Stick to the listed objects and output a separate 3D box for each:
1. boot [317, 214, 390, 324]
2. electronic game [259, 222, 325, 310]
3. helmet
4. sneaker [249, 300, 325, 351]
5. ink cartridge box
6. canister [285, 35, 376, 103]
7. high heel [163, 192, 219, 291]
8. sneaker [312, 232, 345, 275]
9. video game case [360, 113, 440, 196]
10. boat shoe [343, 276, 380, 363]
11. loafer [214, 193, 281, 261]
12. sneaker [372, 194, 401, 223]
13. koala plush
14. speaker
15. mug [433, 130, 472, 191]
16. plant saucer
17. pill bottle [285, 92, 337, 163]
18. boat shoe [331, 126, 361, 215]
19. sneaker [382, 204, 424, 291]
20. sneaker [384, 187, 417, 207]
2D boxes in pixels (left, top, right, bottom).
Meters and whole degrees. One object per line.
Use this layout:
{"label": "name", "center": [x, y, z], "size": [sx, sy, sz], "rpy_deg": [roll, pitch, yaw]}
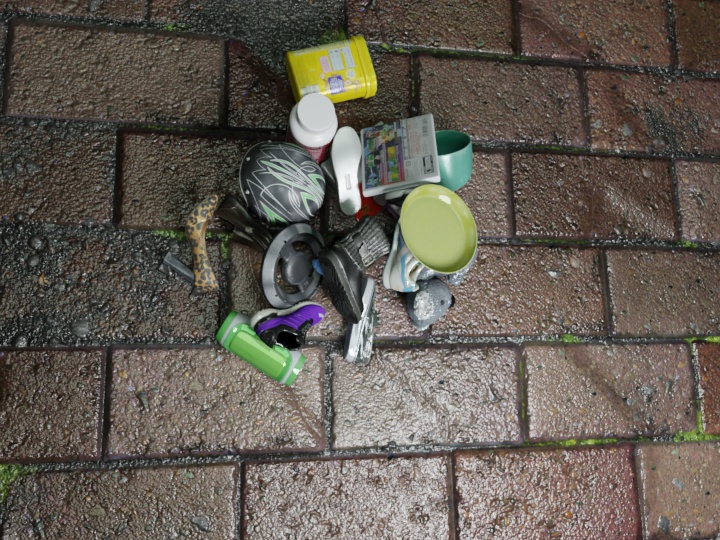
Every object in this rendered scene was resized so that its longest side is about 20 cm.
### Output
{"label": "boot", "center": [0.002, 0.000, 1.379], "size": [0.157, 0.079, 0.214], "rpy_deg": [-40, 133, -29]}
{"label": "electronic game", "center": [-0.149, -0.007, 1.402], "size": [0.041, 0.200, 0.202], "rpy_deg": [18, 71, 38]}
{"label": "helmet", "center": [-0.176, -0.195, 1.407], "size": [0.196, 0.191, 0.205], "rpy_deg": [2, 80, -11]}
{"label": "sneaker", "center": [-0.144, 0.132, 1.374], "size": [0.198, 0.070, 0.100], "rpy_deg": [-9, 49, -45]}
{"label": "ink cartridge box", "center": [0.026, -0.241, 1.534], "size": [0.199, 0.044, 0.175], "rpy_deg": [-37, 87, -15]}
{"label": "canister", "center": [-0.074, -0.487, 1.536], "size": [0.196, 0.087, 0.151], "rpy_deg": [-15, 83, -12]}
{"label": "high heel", "center": [-0.338, -0.060, 1.409], "size": [0.141, 0.071, 0.202], "rpy_deg": [33, 92, 3]}
{"label": "sneaker", "center": [-0.030, -0.048, 1.436], "size": [0.071, 0.083, 0.198], "rpy_deg": [44, 37, 15]}
{"label": "video game case", "center": [0.089, -0.270, 1.446], "size": [0.178, 0.023, 0.203], "rpy_deg": [-10, 56, 13]}
{"label": "boat shoe", "center": [0.012, 0.119, 1.460], "size": [0.070, 0.072, 0.204], "rpy_deg": [14, 87, -17]}
{"label": "loafer", "center": [-0.261, -0.085, 1.439], "size": [0.071, 0.073, 0.200], "rpy_deg": [-43, 81, -11]}
{"label": "sneaker", "center": [0.095, -0.183, 1.518], "size": [0.200, 0.074, 0.100], "rpy_deg": [48, 67, -20]}
{"label": "koala plush", "center": [0.159, 0.035, 1.455], "size": [0.180, 0.178, 0.204], "rpy_deg": [14, 78, 4]}
{"label": "speaker", "center": [-0.223, 0.173, 1.388], "size": [0.198, 0.088, 0.089], "rpy_deg": [33, 75, -4]}
{"label": "mug", "center": [0.183, -0.255, 1.514], "size": [0.181, 0.153, 0.116], "rpy_deg": [-12, 124, -2]}
{"label": "plant saucer", "center": [0.166, -0.088, 1.352], "size": [0.196, 0.031, 0.204], "rpy_deg": [9, 71, -25]}
{"label": "pill bottle", "center": [-0.114, -0.326, 1.439], "size": [0.110, 0.200, 0.116], "rpy_deg": [2, 80, -10]}
{"label": "boat shoe", "center": [-0.037, -0.233, 1.447], "size": [0.069, 0.064, 0.204], "rpy_deg": [-5, 109, -12]}
{"label": "sneaker", "center": [0.113, -0.051, 1.378], "size": [0.079, 0.076, 0.204], "rpy_deg": [12, 83, 24]}
{"label": "sneaker", "center": [0.145, -0.131, 1.459], "size": [0.196, 0.075, 0.117], "rpy_deg": [3, 88, -29]}
